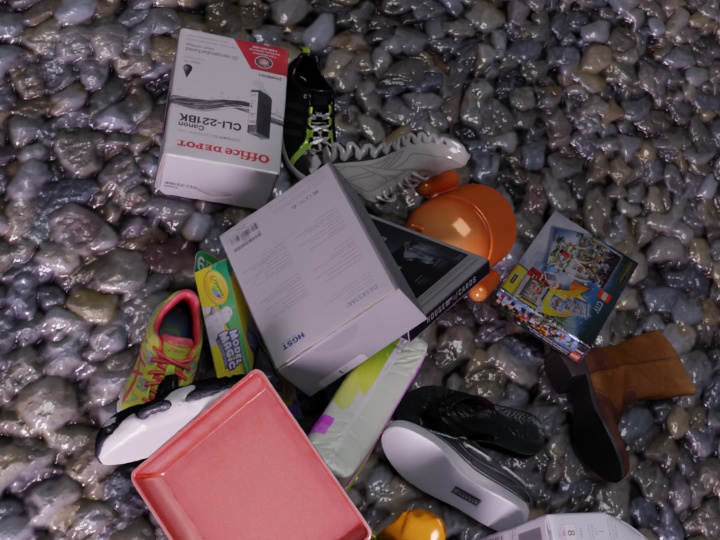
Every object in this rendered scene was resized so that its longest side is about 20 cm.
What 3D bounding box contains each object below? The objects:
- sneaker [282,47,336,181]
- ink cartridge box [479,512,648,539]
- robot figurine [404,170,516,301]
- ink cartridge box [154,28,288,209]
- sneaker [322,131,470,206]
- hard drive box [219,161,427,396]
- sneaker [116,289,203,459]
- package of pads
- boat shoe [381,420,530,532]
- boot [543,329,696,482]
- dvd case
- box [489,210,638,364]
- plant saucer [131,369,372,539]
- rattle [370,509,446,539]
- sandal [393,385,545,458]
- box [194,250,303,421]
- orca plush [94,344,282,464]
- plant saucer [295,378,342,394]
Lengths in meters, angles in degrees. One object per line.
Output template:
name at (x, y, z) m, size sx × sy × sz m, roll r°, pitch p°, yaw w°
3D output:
sneaker at (-0.067, -0.202, 1.464) m, size 0.072 × 0.083 × 0.200 m, roll -4°, pitch 65°, yaw -24°
ink cartridge box at (0.258, 0.310, 1.271) m, size 0.200 × 0.163 × 0.057 m, roll 0°, pitch 68°, yaw -23°
robot figurine at (0.124, -0.046, 1.417) m, size 0.116 × 0.144 × 0.200 m, roll 15°, pitch 20°, yaw 23°
ink cartridge box at (-0.172, -0.190, 1.409) m, size 0.144 × 0.084 × 0.200 m, roll 9°, pitch 60°, yaw -13°
sneaker at (0.043, -0.120, 1.377) m, size 0.075 × 0.200 × 0.081 m, roll 28°, pitch 62°, yaw -54°
hard drive box at (-0.045, 0.007, 1.211) m, size 0.156 × 0.077 × 0.200 m, roll -33°, pitch 52°, yaw 8°
sneaker at (-0.215, 0.107, 1.226) m, size 0.078 × 0.090 × 0.200 m, roll 14°, pitch 60°, yaw -17°
package of pads at (-0.008, 0.170, 1.240) m, size 0.068 × 0.155 × 0.200 m, roll 32°, pitch 55°, yaw 5°
boat shoe at (0.116, 0.228, 1.311) m, size 0.200 × 0.072 × 0.068 m, roll 32°, pitch 37°, yaw -5°
boot at (0.354, 0.173, 1.456) m, size 0.200 × 0.069 × 0.189 m, roll -5°, pitch 52°, yaw -31°
dvd case at (0.025, 0.001, 1.284) m, size 0.200 × 0.025 × 0.150 m, roll 23°, pitch 46°, yaw 35°
box at (0.272, 0.018, 1.482) m, size 0.136 × 0.038 × 0.200 m, roll 34°, pitch 45°, yaw 8°
plant saucer at (-0.108, 0.232, 1.130) m, size 0.200 × 0.200 × 0.037 m, roll 54°, pitch 21°, yaw 11°
rattle at (-0.026, 0.320, 1.162) m, size 0.200 × 0.143 × 0.131 m, roll 3°, pitch 76°, yaw -28°
sandal at (0.138, 0.178, 1.360) m, size 0.200 × 0.048 × 0.076 m, roll 11°, pitch 59°, yaw -18°
box at (-0.129, 0.074, 1.269) m, size 0.048 × 0.117 × 0.200 m, roll -24°, pitch 67°, yaw 14°
orca plush at (-0.187, 0.127, 1.157) m, size 0.200 × 0.105 × 0.071 m, roll -33°, pitch 57°, yaw 7°
plant saucer at (-0.083, 0.056, 1.355) m, size 0.070 × 0.019 × 0.200 m, roll -7°, pitch 65°, yaw -26°
